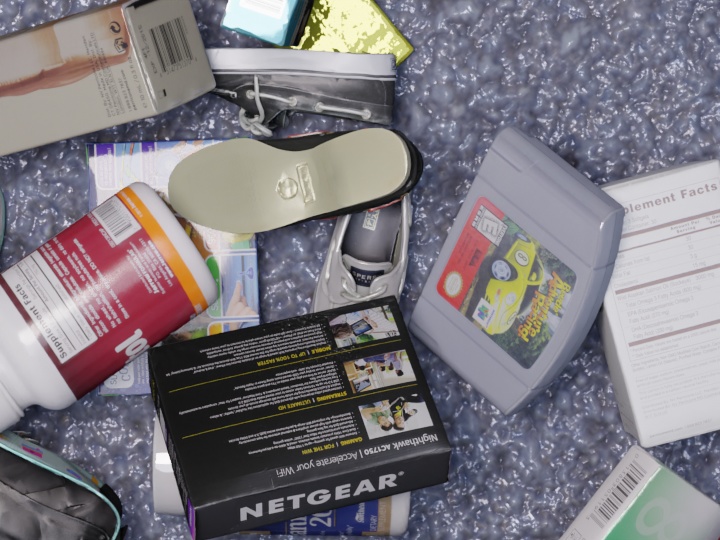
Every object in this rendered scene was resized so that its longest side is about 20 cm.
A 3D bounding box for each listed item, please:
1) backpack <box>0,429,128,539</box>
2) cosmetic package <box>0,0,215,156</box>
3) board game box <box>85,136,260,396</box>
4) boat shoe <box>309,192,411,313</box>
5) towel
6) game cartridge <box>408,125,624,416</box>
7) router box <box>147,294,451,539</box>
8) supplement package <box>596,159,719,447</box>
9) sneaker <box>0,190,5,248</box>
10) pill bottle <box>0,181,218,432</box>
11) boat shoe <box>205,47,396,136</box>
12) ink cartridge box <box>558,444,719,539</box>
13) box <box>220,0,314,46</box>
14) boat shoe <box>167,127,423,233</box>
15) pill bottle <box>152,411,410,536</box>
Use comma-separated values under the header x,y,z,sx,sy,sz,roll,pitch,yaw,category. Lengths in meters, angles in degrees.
x,y,z,sx,sy,sz,roll,pitch,yaw,category
-0.300,0.204,1.636,0.199,0.153,0.177,28,89,-11,backpack
-0.225,-0.147,1.609,0.199,0.103,0.088,-13,102,26,cosmetic package
-0.147,-0.003,1.691,0.134,0.034,0.202,-2,91,-1,board game box
0.000,0.000,1.679,0.073,0.065,0.202,6,91,-1,boat shoe
-0.052,-0.223,1.698,0.086,0.018,0.200,-41,93,6,towel
0.122,0.007,1.631,0.133,0.041,0.201,38,123,23,game cartridge
-0.048,0.108,1.588,0.198,0.051,0.150,-12,53,-11,router box
0.242,0.023,1.658,0.116,0.117,0.202,-15,91,2,supplement package
-0.322,0.019,1.636,0.077,0.140,0.202,2,91,-1,sneaker
-0.216,0.031,1.604,0.199,0.113,0.113,-35,92,-8,pill bottle
-0.071,-0.139,1.668,0.198,0.074,0.069,2,94,2,boat shoe
0.235,0.248,1.650,0.200,0.050,0.161,35,95,-29,ink cartridge box
-0.062,-0.213,1.590,0.049,0.200,0.083,19,97,0,box
-0.050,-0.069,1.639,0.200,0.063,0.074,-8,86,16,boat shoe
-0.061,0.151,1.659,0.198,0.111,0.112,1,92,-1,pill bottle
